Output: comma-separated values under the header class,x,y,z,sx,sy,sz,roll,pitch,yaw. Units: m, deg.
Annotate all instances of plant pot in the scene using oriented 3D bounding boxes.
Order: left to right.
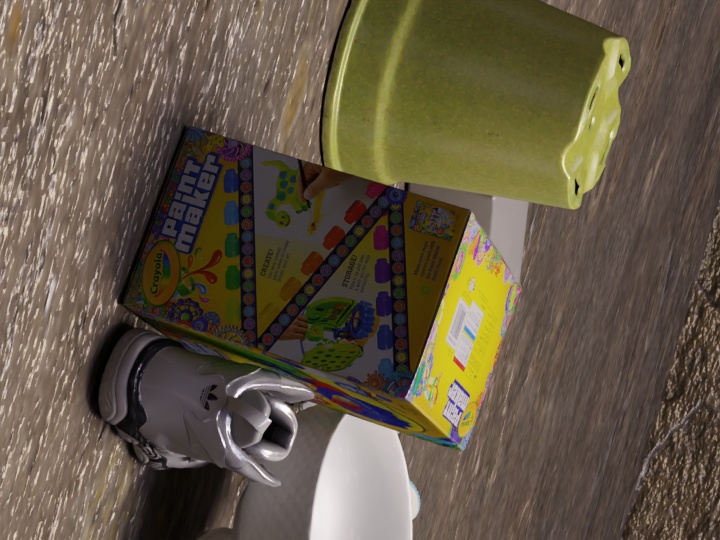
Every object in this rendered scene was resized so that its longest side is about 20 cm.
class,x,y,z,sx,sy,sz,roll,pitch,yaw
plant pot,0.094,-0.134,1.699,0.200,0.183,0.202,17,90,-74

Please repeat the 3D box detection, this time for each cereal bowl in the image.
class,x,y,z,sx,sy,sz,roll,pitch,yaw
cereal bowl,-0.035,0.190,1.594,0.200,0.083,0.202,0,90,-69

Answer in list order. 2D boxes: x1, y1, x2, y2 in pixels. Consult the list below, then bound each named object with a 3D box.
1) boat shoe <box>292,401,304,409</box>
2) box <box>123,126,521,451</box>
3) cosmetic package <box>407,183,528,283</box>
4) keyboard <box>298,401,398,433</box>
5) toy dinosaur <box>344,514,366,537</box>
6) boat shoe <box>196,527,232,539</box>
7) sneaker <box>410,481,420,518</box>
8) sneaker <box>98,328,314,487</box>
class,x,y,z,sx,sy,sz,roll,pitch,yaw
boat shoe,0.002,0.083,1.837,0.200,0.061,0.073,-2,110,-72
box,-0.018,0.015,1.467,0.200,0.191,0.123,46,63,-71
cosmetic package,0.091,-0.028,1.982,0.107,0.089,0.201,-55,153,-46
keyboard,0.017,0.101,1.790,0.011,0.057,0.200,-35,175,33
toy dinosaur,-0.009,0.150,1.779,0.061,0.106,0.200,-57,-173,31
boat shoe,-0.126,0.240,1.561,0.070,0.070,0.200,94,22,-45
sneaker,-0.007,0.187,1.916,0.081,0.076,0.200,-59,155,-14
sneaker,-0.087,0.099,1.463,0.200,0.114,0.076,55,55,-70
